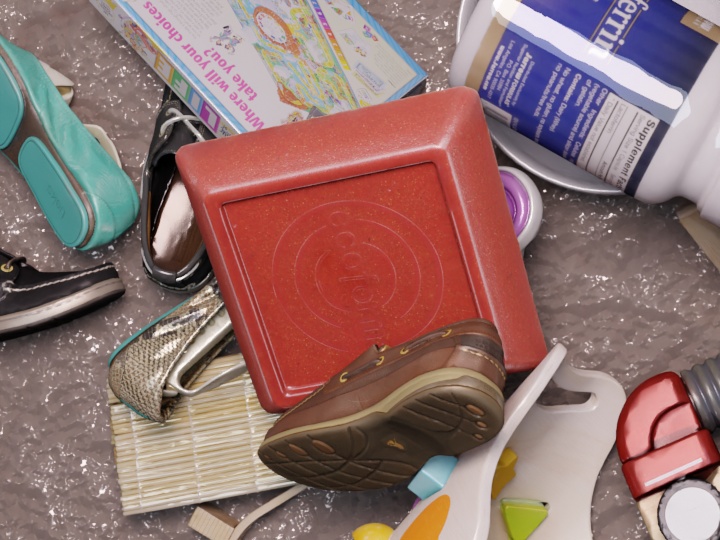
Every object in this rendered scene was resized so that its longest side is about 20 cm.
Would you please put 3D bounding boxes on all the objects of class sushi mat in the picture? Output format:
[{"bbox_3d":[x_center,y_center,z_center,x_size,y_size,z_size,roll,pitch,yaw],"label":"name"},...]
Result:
[{"bbox_3d":[-0.077,0.104,1.260,0.198,0.012,0.097,-11,84,9],"label":"sushi mat"}]

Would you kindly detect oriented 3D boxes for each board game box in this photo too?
[{"bbox_3d":[-0.070,-0.159,1.256,0.134,0.034,0.200,-40,81,-23],"label":"board game box"}]

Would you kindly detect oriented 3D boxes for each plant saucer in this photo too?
[{"bbox_3d":[0.000,0.000,1.156,0.198,0.037,0.201,-11,116,14],"label":"plant saucer"}]

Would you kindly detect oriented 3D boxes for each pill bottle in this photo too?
[{"bbox_3d":[0.163,-0.112,1.122,0.199,0.116,0.116,30,93,8],"label":"pill bottle"}]

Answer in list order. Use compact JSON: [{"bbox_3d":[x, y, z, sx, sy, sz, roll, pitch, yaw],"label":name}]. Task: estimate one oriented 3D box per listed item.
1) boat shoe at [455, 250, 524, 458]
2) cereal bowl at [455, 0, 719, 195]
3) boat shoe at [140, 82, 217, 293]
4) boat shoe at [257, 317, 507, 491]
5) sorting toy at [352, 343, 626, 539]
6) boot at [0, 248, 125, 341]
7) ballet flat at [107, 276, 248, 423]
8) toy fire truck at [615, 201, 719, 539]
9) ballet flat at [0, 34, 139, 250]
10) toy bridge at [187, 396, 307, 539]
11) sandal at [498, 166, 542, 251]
[{"bbox_3d":[0.058,0.041,1.244,0.068,0.072,0.202,11,95,27],"label":"boat shoe"},{"bbox_3d":[0.164,-0.147,1.222,0.198,0.083,0.202,0,87,9],"label":"cereal bowl"},{"bbox_3d":[-0.112,-0.086,1.274,0.071,0.068,0.202,10,85,10],"label":"boat shoe"},{"bbox_3d":[0.016,0.085,1.141,0.199,0.072,0.068,-25,39,42],"label":"boat shoe"},{"bbox_3d":[0.102,0.137,1.190,0.107,0.200,0.181,33,91,33],"label":"sorting toy"},{"bbox_3d":[-0.273,-0.024,1.297,0.198,0.073,0.152,-13,87,14],"label":"boot"},{"bbox_3d":[-0.082,0.027,1.248,0.200,0.068,0.075,-45,65,-11],"label":"ballet flat"},{"bbox_3d":[0.238,0.067,1.193,0.175,0.129,0.201,-24,73,8],"label":"toy fire truck"},{"bbox_3d":[-0.219,-0.099,1.289,0.201,0.070,0.067,54,130,17],"label":"ballet flat"},{"bbox_3d":[-0.043,0.105,1.275,0.067,0.027,0.201,30,93,9],"label":"toy bridge"},{"bbox_3d":[0.028,0.000,1.205,0.203,0.050,0.083,-43,65,13],"label":"sandal"}]
